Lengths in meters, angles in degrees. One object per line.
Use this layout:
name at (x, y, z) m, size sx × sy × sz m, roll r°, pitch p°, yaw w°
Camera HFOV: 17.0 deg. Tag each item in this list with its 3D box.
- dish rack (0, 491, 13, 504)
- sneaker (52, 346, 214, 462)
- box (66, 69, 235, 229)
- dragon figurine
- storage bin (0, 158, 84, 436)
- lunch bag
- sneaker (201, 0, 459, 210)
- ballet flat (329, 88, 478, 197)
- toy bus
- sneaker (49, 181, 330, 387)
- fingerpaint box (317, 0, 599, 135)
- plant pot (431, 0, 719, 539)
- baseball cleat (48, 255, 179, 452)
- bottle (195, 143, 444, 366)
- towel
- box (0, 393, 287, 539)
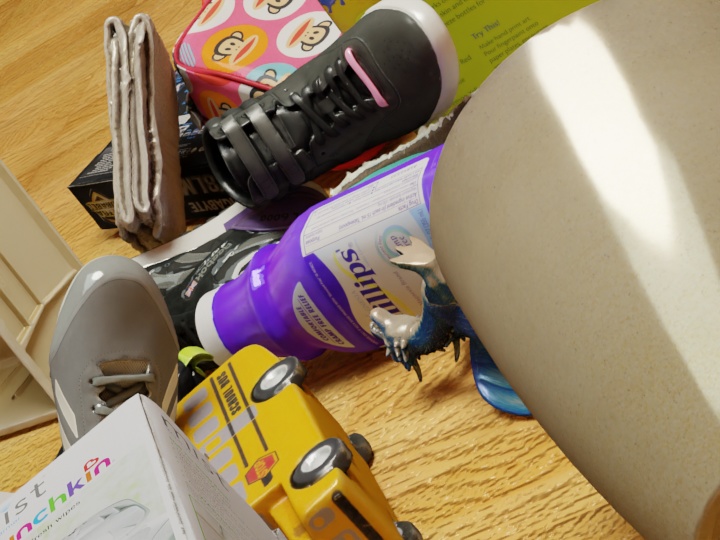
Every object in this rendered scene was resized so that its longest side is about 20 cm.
dish rack at (-0.242, 0.195, 1.334) m, size 0.200 × 0.044 × 0.171 m, roll -50°, pitch 24°, yaw -25°
sneaker at (-0.149, 0.116, 1.253) m, size 0.072 × 0.083 × 0.200 m, roll 27°, pitch 64°, yaw 38°
box at (-0.082, -0.116, 1.662) m, size 0.200 × 0.050 × 0.199 m, roll -6°, pitch 37°, yaw 51°
dragon figurine at (0.075, 0.027, 1.128) m, size 0.200 × 0.100 × 0.059 m, roll 21°, pitch 59°, yaw 44°
storage bin at (-0.291, 0.012, 1.554) m, size 0.200 × 0.199 × 0.094 m, roll -19°, pitch 25°, yaw 41°
lunch bag at (-0.026, -0.165, 1.542) m, size 0.176 × 0.082 × 0.200 m, roll 19°, pitch 57°, yaw 32°
sneaker at (-0.021, -0.084, 1.327) m, size 0.099 × 0.071 × 0.200 m, roll -33°, pitch 1°, yaw -28°
ballet flat at (0.069, -0.062, 1.309) m, size 0.199 × 0.072 × 0.072 m, roll -21°, pitch 28°, yaw 35°
toy bus at (-0.034, 0.101, 1.151) m, size 0.078 × 0.065 × 0.200 m, roll -39°, pitch 22°, yaw 2°
sneaker at (-0.095, 0.025, 1.389) m, size 0.200 × 0.076 × 0.088 m, roll -37°, pitch 27°, yaw 5°
fingerpaint box at (0.085, -0.180, 1.360) m, size 0.200 × 0.167 × 0.073 m, roll -30°, pitch 20°, yaw 23°
plant pot at (0.137, 0.025, 0.890) m, size 0.187 × 0.187 × 0.200 m, roll -34°, pitch 37°, yaw 14°
baseball cleat at (-0.108, 0.097, 1.168) m, size 0.069 × 0.201 × 0.106 m, roll -5°, pitch 13°, yaw -27°
bottle at (0.000, 0.000, 1.266) m, size 0.199 × 0.084 × 0.065 m, roll -23°, pitch 27°, yaw 33°
towel at (-0.129, -0.078, 1.479) m, size 0.034 × 0.133 × 0.200 m, roll -3°, pitch -3°, yaw 0°
box at (-0.040, 0.167, 0.857) m, size 0.097 × 0.200 × 0.177 m, roll -39°, pitch 23°, yaw 1°
